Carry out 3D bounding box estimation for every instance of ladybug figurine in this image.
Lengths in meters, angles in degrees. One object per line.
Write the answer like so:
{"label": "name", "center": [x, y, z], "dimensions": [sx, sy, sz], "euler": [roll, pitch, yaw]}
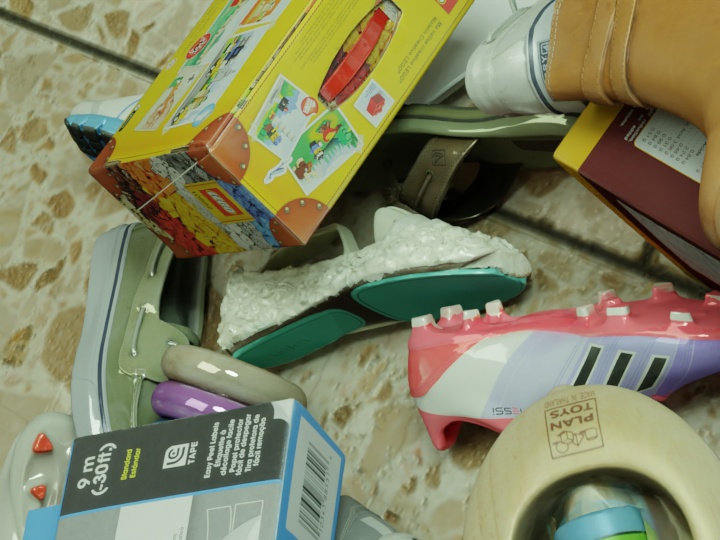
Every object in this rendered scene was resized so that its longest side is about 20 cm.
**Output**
{"label": "ladybug figurine", "center": [0.117, 0.146, 1.040], "dimensions": [0.135, 0.072, 0.201], "euler": [-15, 66, 11]}

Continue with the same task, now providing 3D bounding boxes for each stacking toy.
{"label": "stacking toy", "center": [-0.101, 0.146, 1.280], "dimensions": [0.085, 0.085, 0.201], "euler": [12, 79, 44]}

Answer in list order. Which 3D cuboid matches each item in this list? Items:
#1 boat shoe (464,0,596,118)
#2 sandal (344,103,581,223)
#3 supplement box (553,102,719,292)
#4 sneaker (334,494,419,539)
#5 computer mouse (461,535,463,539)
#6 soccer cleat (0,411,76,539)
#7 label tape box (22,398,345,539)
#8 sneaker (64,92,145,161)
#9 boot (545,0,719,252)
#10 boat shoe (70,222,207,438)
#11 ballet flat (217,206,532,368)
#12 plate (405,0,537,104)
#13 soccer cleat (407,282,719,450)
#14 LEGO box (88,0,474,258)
{"label": "boat shoe", "center": [0.104, -0.115, 1.193], "dimensions": [0.086, 0.075, 0.202], "euler": [-9, 15, 29]}
{"label": "sandal", "center": [0.055, -0.056, 1.269], "dimensions": [0.200, 0.080, 0.058], "euler": [-2, 78, 39]}
{"label": "supplement box", "center": [0.240, -0.065, 1.073], "dimensions": [0.198, 0.133, 0.200], "euler": [-54, 44, 0]}
{"label": "sneaker", "center": [-0.053, 0.200, 1.215], "dimensions": [0.200, 0.075, 0.115], "euler": [-46, 39, -5]}
{"label": "computer mouse", "center": [0.072, 0.192, 1.115], "dimensions": [0.138, 0.053, 0.201], "euler": [19, 80, 30]}
{"label": "soccer cleat", "center": [-0.196, 0.181, 1.351], "dimensions": [0.078, 0.069, 0.201], "euler": [162, 124, -69]}
{"label": "label tape box", "center": [-0.115, 0.156, 1.183], "dimensions": [0.199, 0.063, 0.145], "euler": [-12, 51, 24]}
{"label": "sneaker", "center": [-0.092, -0.091, 1.424], "dimensions": [0.199, 0.075, 0.087], "euler": [9, 65, 34]}
{"label": "boot", "center": [0.143, -0.084, 1.022], "dimensions": [0.154, 0.074, 0.200], "euler": [-2, 52, 39]}
{"label": "boat shoe", "center": [-0.125, 0.049, 1.360], "dimensions": [0.062, 0.072, 0.201], "euler": [-20, 52, 23]}
{"label": "ballet flat", "center": [0.000, 0.000, 1.277], "dimensions": [0.199, 0.072, 0.072], "euler": [-17, 55, 31]}
{"label": "plate", "center": [0.058, -0.186, 1.372], "dimensions": [0.199, 0.032, 0.200], "euler": [-34, 47, 19]}
{"label": "soccer cleat", "center": [0.110, 0.052, 1.171], "dimensions": [0.199, 0.067, 0.077], "euler": [-4, 100, 36]}
{"label": "LEGO box", "center": [-0.038, -0.110, 1.271], "dimensions": [0.200, 0.077, 0.149], "euler": [-56, 24, -21]}
